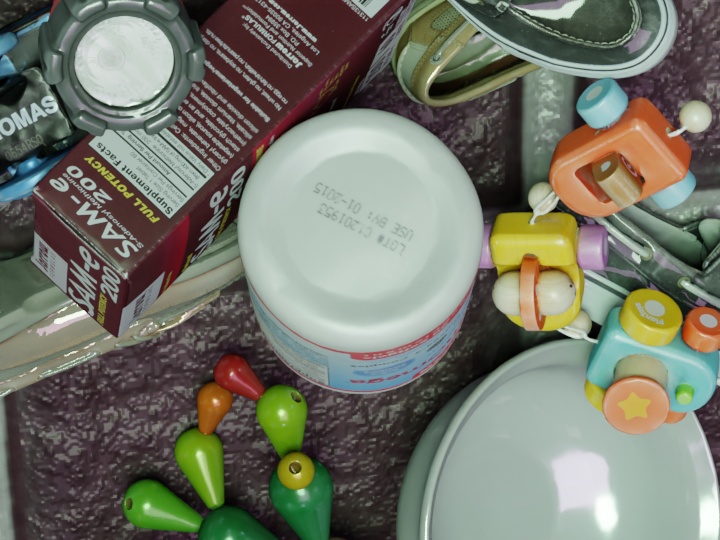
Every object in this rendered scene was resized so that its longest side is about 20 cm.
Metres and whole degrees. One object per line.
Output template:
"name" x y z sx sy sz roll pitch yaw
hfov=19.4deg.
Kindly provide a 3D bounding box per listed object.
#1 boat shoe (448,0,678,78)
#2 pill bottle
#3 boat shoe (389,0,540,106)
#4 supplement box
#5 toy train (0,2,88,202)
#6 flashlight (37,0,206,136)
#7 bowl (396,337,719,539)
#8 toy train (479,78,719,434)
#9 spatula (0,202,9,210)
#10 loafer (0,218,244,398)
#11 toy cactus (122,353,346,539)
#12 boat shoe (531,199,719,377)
"boat shoe" 0.054 -0.152 0.974 0.200 0.071 0.072 31 95 9
"pill bottle" 0.000 0.000 1.006 0.109 0.200 0.109 0 79 0
"boat shoe" 0.109 -0.138 1.037 0.200 0.076 0.072 -35 116 5
"supplement box" -0.062 -0.069 0.969 0.061 0.109 0.200 42 73 5
"toy train" -0.202 -0.053 0.984 0.200 0.114 0.087 -26 102 10
"flashlight" -0.111 -0.123 0.929 0.068 0.200 0.068 -33 117 4
"bowl" 0.091 0.135 1.131 0.201 0.090 0.201 0 89 -34
"toy train" 0.135 0.008 1.023 0.150 0.056 0.200 -22 121 33
"spatula" -0.180 -0.036 1.056 0.200 0.021 0.057 -37 122 5
"loafer" -0.138 0.016 1.060 0.200 0.072 0.063 -20 132 -15
"toy cactus" -0.049 0.151 1.116 0.165 0.102 0.200 24 109 -4
"boat shoe" 0.177 0.008 1.112 0.200 0.072 0.071 22 112 -18
